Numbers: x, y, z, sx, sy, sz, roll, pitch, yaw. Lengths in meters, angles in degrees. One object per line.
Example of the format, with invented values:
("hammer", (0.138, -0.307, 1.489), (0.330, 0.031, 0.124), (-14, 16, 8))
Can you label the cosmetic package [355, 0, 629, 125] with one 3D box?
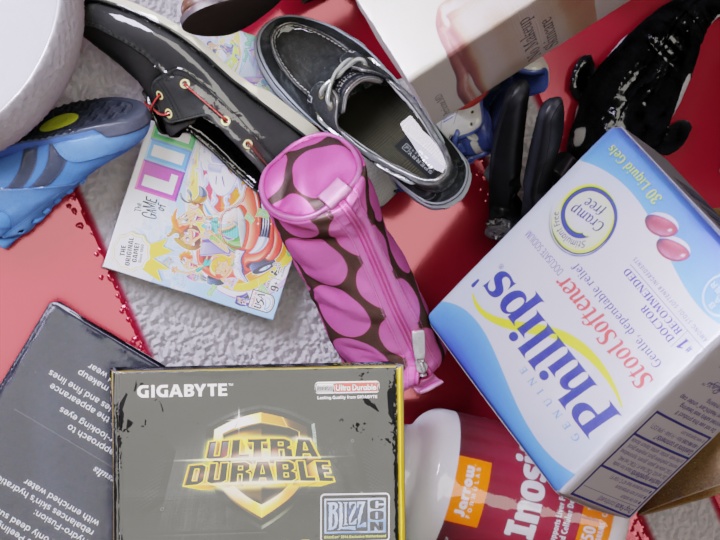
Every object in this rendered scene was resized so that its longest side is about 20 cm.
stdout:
("cosmetic package", (0.104, -0.197, 1.230), (0.200, 0.103, 0.087), (-32, 73, 5))

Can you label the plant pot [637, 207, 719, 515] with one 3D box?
("plant pot", (0.267, 0.062, 1.367), (0.186, 0.186, 0.200), (-15, 77, -9))

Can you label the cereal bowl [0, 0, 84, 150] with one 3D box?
("cereal bowl", (-0.280, -0.163, 1.290), (0.200, 0.083, 0.200), (-7, 70, 20))

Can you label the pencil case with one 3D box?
("pencil case", (0.000, 0.000, 1.310), (0.091, 0.094, 0.200), (-31, 126, -3))

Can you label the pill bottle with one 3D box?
("pill bottle", (0.092, 0.167, 1.355), (0.200, 0.113, 0.113), (13, 88, -9))

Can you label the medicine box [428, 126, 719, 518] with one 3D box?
("medicine box", (0.182, 0.037, 1.274), (0.200, 0.103, 0.182), (-46, 53, 13))

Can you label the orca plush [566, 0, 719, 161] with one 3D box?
("orca plush", (0.236, -0.147, 1.401), (0.200, 0.071, 0.105), (-39, 96, -8))

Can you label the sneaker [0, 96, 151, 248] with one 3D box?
("sneaker", (-0.237, -0.067, 1.314), (0.200, 0.066, 0.078), (-17, 112, 10))

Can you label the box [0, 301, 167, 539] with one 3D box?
("box", (-0.189, 0.154, 1.307), (0.197, 0.117, 0.200), (32, 84, -8))

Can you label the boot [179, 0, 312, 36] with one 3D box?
("boot", (-0.107, -0.277, 1.308), (0.186, 0.064, 0.200), (-28, 87, -49))

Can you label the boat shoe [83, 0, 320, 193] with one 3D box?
("boat shoe", (-0.122, -0.126, 1.306), (0.201, 0.074, 0.063), (36, 76, -11))

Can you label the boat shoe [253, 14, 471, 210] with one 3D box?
("boat shoe", (0.002, -0.125, 1.302), (0.200, 0.071, 0.072), (39, 84, 15))

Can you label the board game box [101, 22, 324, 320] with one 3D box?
("board game box", (-0.100, -0.077, 1.365), (0.134, 0.034, 0.200), (17, 87, -8))

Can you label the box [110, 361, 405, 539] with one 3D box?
("box", (-0.071, 0.144, 1.244), (0.200, 0.049, 0.160), (0, 91, -9))

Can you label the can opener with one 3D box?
("can opener", (0.120, -0.078, 1.330), (0.063, 0.200, 0.079), (18, 67, 16))

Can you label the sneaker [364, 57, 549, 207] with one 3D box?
("sneaker", (0.055, -0.106, 1.354), (0.200, 0.075, 0.088), (-48, 56, -5))

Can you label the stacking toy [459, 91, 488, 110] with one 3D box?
("stacking toy", (0.047, -0.208, 1.330), (0.085, 0.085, 0.200), (-12, 68, -9))
